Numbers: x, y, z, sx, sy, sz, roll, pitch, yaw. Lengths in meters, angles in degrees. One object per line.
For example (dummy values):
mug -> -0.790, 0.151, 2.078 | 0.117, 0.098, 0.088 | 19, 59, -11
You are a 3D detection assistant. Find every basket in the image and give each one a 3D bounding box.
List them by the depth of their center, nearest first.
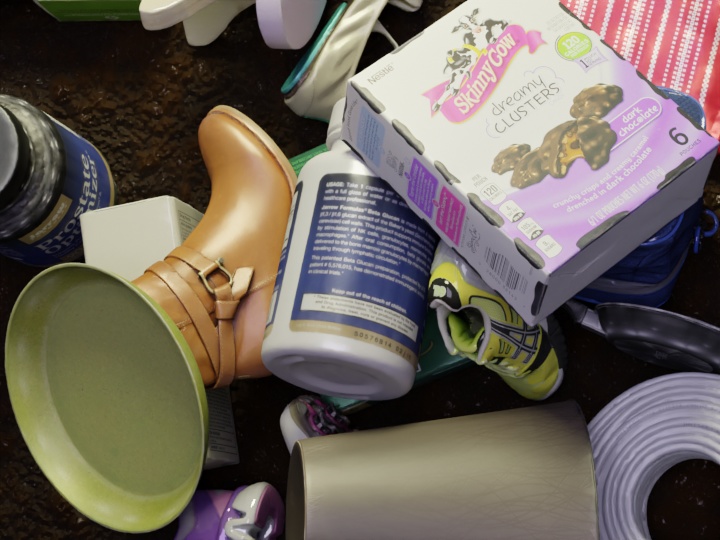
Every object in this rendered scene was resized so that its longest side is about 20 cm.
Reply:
basket -> 0.052, 0.177, 1.472 | 0.199, 0.136, 0.181 | 1, 70, -9

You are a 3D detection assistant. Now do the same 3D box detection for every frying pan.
frying pan -> 0.189, 0.037, 1.530 | 0.189, 0.115, 0.031 | 19, 79, -14

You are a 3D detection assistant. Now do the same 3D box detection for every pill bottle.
pill bottle -> 0.001, -0.018, 1.512 | 0.110, 0.111, 0.201 | 8, 71, 11
pill bottle -> -0.263, -0.069, 1.598 | 0.111, 0.200, 0.113 | -2, 82, 11

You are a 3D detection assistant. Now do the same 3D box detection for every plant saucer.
plant saucer -> -0.176, 0.088, 1.518 | 0.199, 0.031, 0.201 | 14, 114, 36

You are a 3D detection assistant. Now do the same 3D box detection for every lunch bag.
lunch bag -> 0.165, -0.059, 1.559 | 0.199, 0.132, 0.136 | 16, 66, 11

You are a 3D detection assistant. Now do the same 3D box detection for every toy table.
toy table -> -0.090, -0.249, 1.618 | 0.116, 0.200, 0.185 | 3, 124, 12

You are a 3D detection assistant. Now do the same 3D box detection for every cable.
cable -> 0.240, 0.174, 1.523 | 0.199, 0.069, 0.201 | 25, 86, 27

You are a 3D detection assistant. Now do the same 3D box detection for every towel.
towel -> 0.196, -0.172, 1.624 | 0.199, 0.022, 0.145 | 17, 84, 12

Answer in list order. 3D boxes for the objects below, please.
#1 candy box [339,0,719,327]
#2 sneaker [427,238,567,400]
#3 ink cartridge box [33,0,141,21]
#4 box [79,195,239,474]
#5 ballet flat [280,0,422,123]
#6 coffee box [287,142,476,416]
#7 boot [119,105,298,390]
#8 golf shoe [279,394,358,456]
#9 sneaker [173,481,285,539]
candy box -> 0.113, -0.089, 1.451 | 0.167, 0.072, 0.200 | -36, 68, -24
sneaker -> 0.090, 0.039, 1.530 | 0.075, 0.200, 0.077 | 15, 62, 35
ink cartridge box -> -0.248, -0.278, 1.691 | 0.199, 0.076, 0.149 | 0, 82, 11
box -> -0.152, 0.053, 1.617 | 0.077, 0.095, 0.201 | -11, 79, 11
ballet flat -> 0.011, -0.201, 1.646 | 0.069, 0.069, 0.201 | 30, 90, 13
coffee box -> 0.000, 0.000, 1.622 | 0.122, 0.044, 0.201 | -23, 78, 8
boot -> -0.113, -0.012, 1.557 | 0.155, 0.077, 0.201 | -23, 88, -28
golf shoe -> -0.015, 0.191, 1.571 | 0.092, 0.073, 0.201 | -29, 89, 21
sneaker -> -0.121, 0.252, 1.596 | 0.088, 0.080, 0.201 | 9, 79, 18
